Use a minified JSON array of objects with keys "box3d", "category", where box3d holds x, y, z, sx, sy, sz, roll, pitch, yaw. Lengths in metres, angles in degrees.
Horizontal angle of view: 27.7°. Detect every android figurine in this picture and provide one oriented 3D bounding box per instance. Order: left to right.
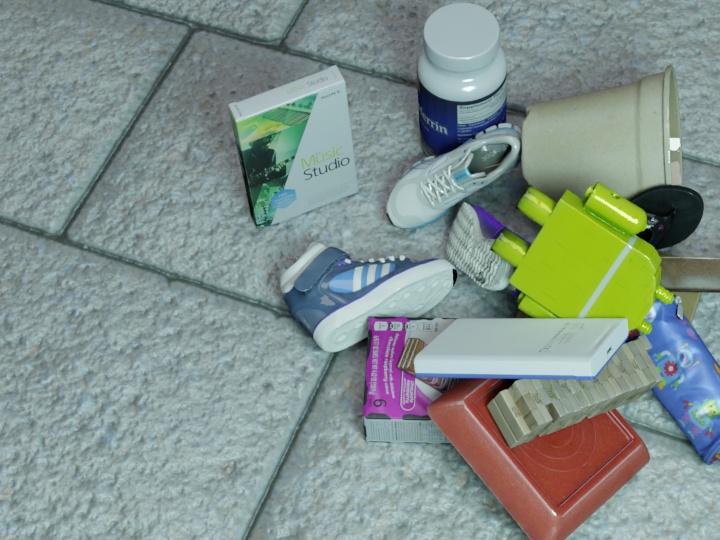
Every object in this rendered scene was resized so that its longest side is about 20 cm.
[{"box3d":[0.245,-0.004,1.590,0.199,0.183,0.041,32,32,6],"category":"android figurine"}]

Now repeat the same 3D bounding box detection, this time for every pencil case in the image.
[{"box3d":[0.364,0.114,1.624,0.087,0.078,0.201,-43,67,26],"category":"pencil case"}]

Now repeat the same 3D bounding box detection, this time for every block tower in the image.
[{"box3d":[0.235,0.129,1.564,0.198,0.054,0.058,-18,69,-31],"category":"block tower"}]

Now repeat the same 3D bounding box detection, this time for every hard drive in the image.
[{"box3d":[0.173,0.083,1.563,0.198,0.026,0.132,-1,18,28],"category":"hard drive"}]

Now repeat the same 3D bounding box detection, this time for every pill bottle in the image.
[{"box3d":[0.128,-0.231,1.838,0.114,0.201,0.117,-2,53,3],"category":"pill bottle"}]

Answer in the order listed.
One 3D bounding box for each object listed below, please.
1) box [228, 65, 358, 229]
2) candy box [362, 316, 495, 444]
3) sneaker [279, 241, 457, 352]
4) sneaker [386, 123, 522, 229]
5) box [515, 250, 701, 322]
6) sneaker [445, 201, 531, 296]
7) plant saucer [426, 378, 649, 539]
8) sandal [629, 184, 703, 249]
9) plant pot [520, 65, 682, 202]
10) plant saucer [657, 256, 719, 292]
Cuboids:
[{"box3d":[-0.079,-0.148,1.796,0.143,0.201,0.037,-22,52,-11],"category":"box"},{"box3d":[0.104,0.126,1.669,0.197,0.061,0.138,1,56,4],"category":"candy box"},{"box3d":[0.000,0.000,1.757,0.198,0.081,0.147,-26,56,-14],"category":"sneaker"},{"box3d":[0.114,-0.117,1.793,0.199,0.087,0.075,-33,93,10],"category":"sneaker"},{"box3d":[0.300,0.033,1.744,0.198,0.021,0.165,17,58,16],"category":"box"},{"box3d":[0.172,-0.016,1.747,0.098,0.070,0.200,15,19,-21],"category":"sneaker"},{"box3d":[0.202,0.171,1.579,0.199,0.037,0.200,-32,76,-36],"category":"plant saucer"},{"box3d":[0.308,-0.041,1.703,0.199,0.076,0.048,-19,27,30],"category":"sandal"},{"box3d":[0.295,-0.142,1.782,0.181,0.201,0.202,-2,53,16],"category":"plant pot"},{"box3d":[0.377,0.006,1.651,0.197,0.200,0.037,1,88,6],"category":"plant saucer"}]
